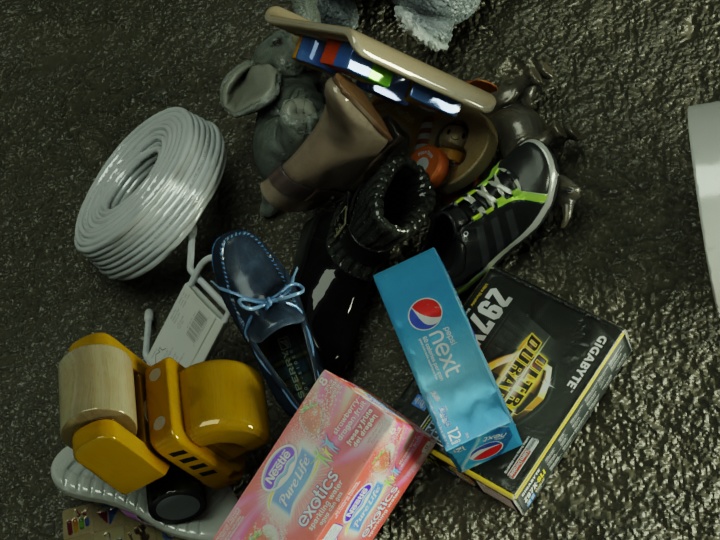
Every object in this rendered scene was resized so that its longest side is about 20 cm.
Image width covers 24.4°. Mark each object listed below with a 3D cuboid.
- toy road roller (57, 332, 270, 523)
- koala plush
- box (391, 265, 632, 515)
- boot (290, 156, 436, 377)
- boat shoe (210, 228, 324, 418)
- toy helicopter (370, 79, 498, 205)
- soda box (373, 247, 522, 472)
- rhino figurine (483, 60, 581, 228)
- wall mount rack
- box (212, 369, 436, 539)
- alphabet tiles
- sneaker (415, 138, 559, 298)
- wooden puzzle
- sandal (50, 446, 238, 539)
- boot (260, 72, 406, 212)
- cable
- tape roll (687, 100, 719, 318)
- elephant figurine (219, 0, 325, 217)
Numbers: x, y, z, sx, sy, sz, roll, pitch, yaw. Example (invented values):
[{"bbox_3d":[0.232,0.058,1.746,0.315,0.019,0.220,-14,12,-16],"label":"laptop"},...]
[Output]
[{"bbox_3d":[-0.176,0.133,1.568,0.146,0.200,0.123,-29,46,19],"label":"toy road roller"},{"bbox_3d":[0.049,-0.334,1.840,0.200,0.184,0.177,35,76,19],"label":"koala plush"},{"bbox_3d":[0.142,0.112,1.607,0.159,0.049,0.200,27,72,32],"label":"box"},{"bbox_3d":[-0.002,-0.001,1.658,0.158,0.079,0.212,-30,46,44],"label":"boot"},{"bbox_3d":[-0.075,0.049,1.592,0.084,0.069,0.200,-31,95,-10],"label":"boat shoe"},{"bbox_3d":[0.076,-0.158,1.765,0.132,0.079,0.200,-57,42,6],"label":"toy helicopter"},{"bbox_3d":[0.081,0.083,1.571,0.068,0.064,0.200,-25,61,4],"label":"soda box"},{"bbox_3d":[0.181,-0.122,1.719,0.087,0.060,0.200,-38,52,29],"label":"rhino figurine"},{"bbox_3d":[-0.172,0.052,1.703,0.174,0.074,0.200,45,118,30],"label":"wall mount rack"},{"bbox_3d":[-0.035,0.207,1.550,0.095,0.103,0.200,33,91,31],"label":"box"},{"bbox_3d":[-0.243,0.316,1.641,0.166,0.006,0.200,-15,57,9],"label":"alphabet tiles"},{"bbox_3d":[0.119,-0.048,1.655,0.072,0.083,0.200,42,101,34],"label":"sneaker"},{"bbox_3d":[0.014,-0.203,1.680,0.200,0.185,0.046,30,99,57],"label":"wooden puzzle"},{"bbox_3d":[-0.209,0.221,1.654,0.202,0.050,0.083,19,52,14],"label":"sandal"},{"bbox_3d":[-0.039,-0.117,1.683,0.146,0.200,0.070,-34,66,11],"label":"boot"},{"bbox_3d":[-0.224,-0.084,1.785,0.200,0.069,0.200,-56,26,-12],"label":"cable"},{"bbox_3d":[0.385,-0.065,1.536,0.139,0.203,0.203,-9,58,14],"label":"tape roll"},{"bbox_3d":[-0.078,-0.195,1.815,0.155,0.142,0.200,-23,61,-13],"label":"elephant figurine"}]
